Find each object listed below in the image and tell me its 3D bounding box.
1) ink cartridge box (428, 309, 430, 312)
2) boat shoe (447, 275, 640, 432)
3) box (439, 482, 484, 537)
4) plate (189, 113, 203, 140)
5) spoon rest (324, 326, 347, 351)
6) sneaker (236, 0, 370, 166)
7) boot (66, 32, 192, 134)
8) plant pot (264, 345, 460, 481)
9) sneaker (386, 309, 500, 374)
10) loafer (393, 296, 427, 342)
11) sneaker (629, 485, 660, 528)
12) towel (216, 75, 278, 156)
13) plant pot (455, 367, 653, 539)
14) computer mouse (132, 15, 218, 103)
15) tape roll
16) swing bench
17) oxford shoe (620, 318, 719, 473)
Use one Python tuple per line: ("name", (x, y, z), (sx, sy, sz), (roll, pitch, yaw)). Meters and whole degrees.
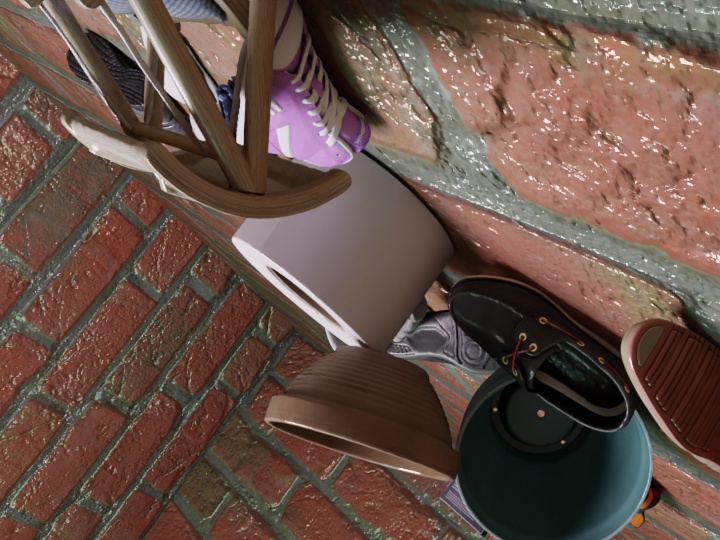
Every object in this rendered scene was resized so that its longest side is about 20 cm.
("ink cartridge box", (-0.004, 0.029, 1.176), (0.200, 0.085, 0.145), (43, 170, -22))
("boat shoe", (0.164, 0.072, 0.722), (0.199, 0.075, 0.063), (33, -151, 13))
("box", (0.285, 0.472, 1.759), (0.122, 0.200, 0.201), (36, 170, 20))
("plate", (-0.151, -0.138, 1.141), (0.198, 0.033, 0.200), (28, 164, 48))
("spoon rest", (-0.023, 0.026, 1.029), (0.060, 0.205, 0.098), (-24, 155, 32))
("sneaker", (-0.037, -0.144, 0.625), (0.112, 0.074, 0.201), (19, 166, -4))
("boot", (-0.354, -0.272, 1.205), (0.199, 0.070, 0.132), (40, 177, 22))
("plant pot", (0.010, 0.135, 0.783), (0.196, 0.095, 0.201), (16, 163, 5))
("sneaker", (0.129, 0.084, 0.986), (0.196, 0.079, 0.113), (-1, 180, 39))
("loafer", (0.000, 0.000, 0.970), (0.069, 0.070, 0.201), (-16, -118, -48))
("sneaker", (0.359, 0.320, 1.150), (0.112, 0.078, 0.200), (41, 170, -5))
("towel", (-0.116, -0.124, 0.885), (0.200, 0.047, 0.115), (91, 165, -75))
("plant pot", (0.198, 0.176, 0.846), (0.199, 0.201, 0.134), (39, -164, -5))
("computer mouse", (-0.219, -0.240, 0.891), (0.109, 0.044, 0.201), (34, 169, 26))
("tape roll", (-0.018, -0.023, 0.830), (0.201, 0.140, 0.203), (38, 170, 8))
("swing bench", (-0.120, -0.137, 0.484), (0.197, 0.127, 0.205), (23, 129, 54))
("oxford shoe", (0.250, 0.104, 0.601), (0.200, 0.071, 0.074), (44, 172, -23))
